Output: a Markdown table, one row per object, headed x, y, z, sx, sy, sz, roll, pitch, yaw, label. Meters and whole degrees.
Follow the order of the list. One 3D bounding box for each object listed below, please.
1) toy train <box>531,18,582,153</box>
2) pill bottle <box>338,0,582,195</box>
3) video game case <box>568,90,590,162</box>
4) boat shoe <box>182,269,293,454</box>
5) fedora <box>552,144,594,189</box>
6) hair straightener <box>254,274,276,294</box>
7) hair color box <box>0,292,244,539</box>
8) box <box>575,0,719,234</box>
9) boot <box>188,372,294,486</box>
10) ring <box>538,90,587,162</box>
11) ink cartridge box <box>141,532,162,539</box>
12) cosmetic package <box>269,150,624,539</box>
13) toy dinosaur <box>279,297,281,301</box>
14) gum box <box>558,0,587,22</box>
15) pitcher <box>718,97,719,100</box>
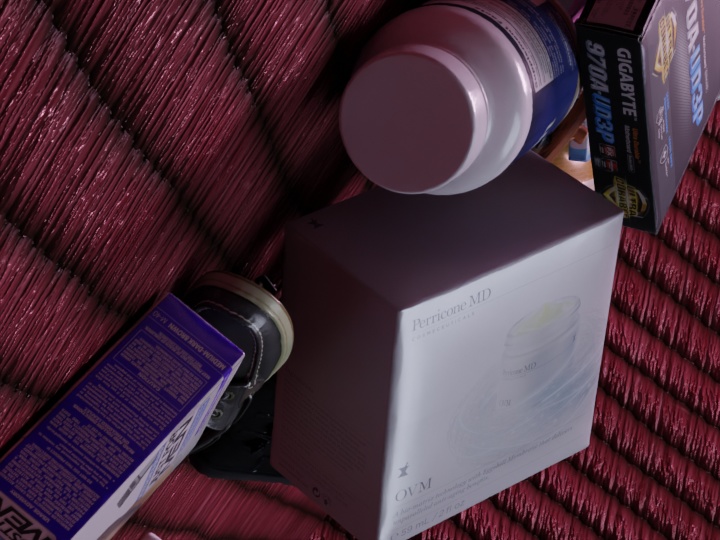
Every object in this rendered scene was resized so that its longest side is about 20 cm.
| x | y | z | sx | sy | sz | roll | pitch | yaw | label |
| --- | --- | --- | --- | --- | --- | --- | --- | --- | --- |
| 0.120 | -0.099 | 1.608 | 0.046 | 0.034 | 0.200 | -45 | 170 | -51 | toy train |
| 0.058 | -0.108 | 1.369 | 0.111 | 0.111 | 0.200 | -56 | 173 | 24 | pill bottle |
| 0.192 | -0.198 | 1.804 | 0.143 | 0.018 | 0.201 | -39 | 133 | -66 | video game case |
| -0.093 | 0.066 | 1.389 | 0.066 | 0.072 | 0.201 | -60 | -178 | -28 | boat shoe |
| 0.134 | -0.092 | 1.873 | 0.201 | 0.200 | 0.082 | -35 | 130 | -70 | fedora |
| -0.075 | 0.044 | 1.544 | 0.077 | 0.041 | 0.200 | -51 | 173 | -15 | hair straightener |
| -0.154 | 0.114 | 1.270 | 0.200 | 0.065 | 0.109 | -46 | 171 | -38 | hair color box |
| 0.194 | -0.146 | 1.494 | 0.200 | 0.046 | 0.159 | 76 | 35 | -52 | box |
| -0.024 | 0.097 | 1.695 | 0.164 | 0.066 | 0.200 | -4 | 155 | -25 | boot |
| 0.173 | -0.158 | 1.639 | 0.201 | 0.019 | 0.201 | -61 | -171 | 15 | ring |
| -0.219 | 0.320 | 1.964 | 0.161 | 0.050 | 0.200 | -50 | 171 | -23 | ink cartridge box |
| 0.056 | 0.046 | 1.525 | 0.199 | 0.123 | 0.201 | -23 | 132 | -34 | cosmetic package |
| 0.000 | 0.000 | 1.667 | 0.200 | 0.077 | 0.103 | -42 | -148 | 25 | toy dinosaur |
| 0.115 | -0.171 | 1.627 | 0.113 | 0.066 | 0.200 | -41 | 167 | -53 | gum box |
| 0.270 | -0.244 | 1.925 | 0.200 | 0.121 | 0.172 | -123 | -134 | -55 | pitcher |
